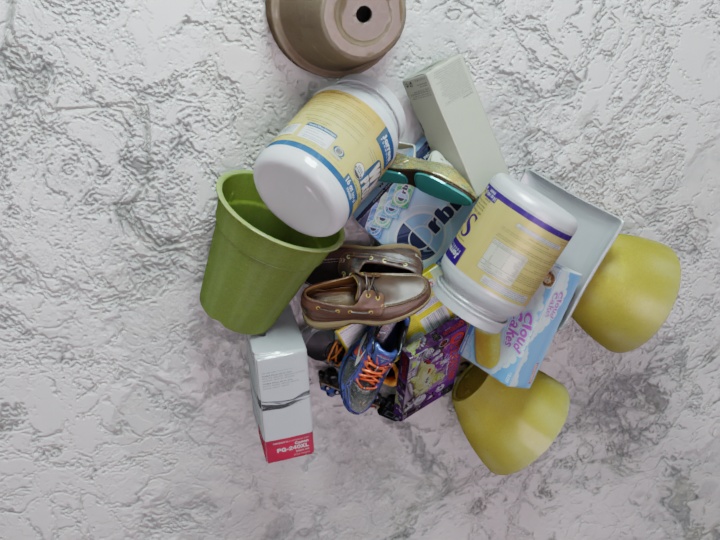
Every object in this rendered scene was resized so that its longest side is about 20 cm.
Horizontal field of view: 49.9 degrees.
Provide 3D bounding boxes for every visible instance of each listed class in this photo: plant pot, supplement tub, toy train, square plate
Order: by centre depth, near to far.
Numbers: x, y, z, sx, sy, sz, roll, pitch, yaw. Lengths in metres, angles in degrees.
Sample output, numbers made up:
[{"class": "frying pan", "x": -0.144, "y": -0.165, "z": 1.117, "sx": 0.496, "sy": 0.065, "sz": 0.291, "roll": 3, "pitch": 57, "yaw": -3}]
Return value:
[{"class": "plant pot", "x": -0.019, "y": -0.349, "z": 1.032, "sx": 0.198, "sy": 0.175, "sz": 0.202, "roll": -6, "pitch": 114, "yaw": -13}, {"class": "supplement tub", "x": -0.037, "y": -0.161, "z": 1.057, "sx": 0.145, "sy": 0.144, "sz": 0.201, "roll": 54, "pitch": 55, "yaw": -28}, {"class": "supplement tub", "x": 0.208, "y": -0.024, "z": 1.138, "sx": 0.145, "sy": 0.146, "sz": 0.201, "roll": 24, "pitch": 106, "yaw": -24}, {"class": "plant pot", "x": -0.152, "y": -0.015, "z": 1.143, "sx": 0.198, "sy": 0.201, "sz": 0.191, "roll": 18, "pitch": 119, "yaw": -22}, {"class": "square plate", "x": 0.304, "y": -0.036, "z": 1.261, "sx": 0.028, "sy": 0.200, "sz": 0.199, "roll": 9, "pitch": 112, "yaw": -48}, {"class": "plant pot", "x": 0.411, "y": 0.018, "z": 1.303, "sx": 0.141, "sy": 0.200, "sz": 0.201, "roll": 25, "pitch": 104, "yaw": -15}, {"class": "plant pot", "x": 0.244, "y": 0.234, "z": 1.360, "sx": 0.142, "sy": 0.200, "sz": 0.200, "roll": 41, "pitch": 97, "yaw": -13}, {"class": "toy train", "x": 0.004, "y": 0.221, "z": 1.361, "sx": 0.199, "sy": 0.034, "sz": 0.046, "roll": 28, "pitch": 115, "yaw": -26}]

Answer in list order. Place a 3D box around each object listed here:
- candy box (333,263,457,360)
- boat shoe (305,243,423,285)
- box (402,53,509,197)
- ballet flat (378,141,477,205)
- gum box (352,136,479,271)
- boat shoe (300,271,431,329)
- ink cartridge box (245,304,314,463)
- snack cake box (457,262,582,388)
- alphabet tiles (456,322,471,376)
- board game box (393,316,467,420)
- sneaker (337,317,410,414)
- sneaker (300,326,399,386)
[{"class": "candy box", "x": 0.064, "y": 0.084, "z": 1.255, "sx": 0.199, "sy": 0.026, "sz": 0.103, "roll": -32, "pitch": 104, "yaw": -7}, {"class": "boat shoe", "x": 0.000, "y": 0.000, "z": 1.217, "sx": 0.198, "sy": 0.071, "sz": 0.071, "roll": -7, "pitch": 127, "yaw": 8}, {"class": "box", "x": 0.145, "y": -0.214, "z": 1.166, "sx": 0.082, "sy": 0.068, "sz": 0.201, "roll": -33, "pitch": 108, "yaw": -26}, {"class": "ballet flat", "x": 0.085, "y": -0.154, "z": 1.156, "sx": 0.198, "sy": 0.071, "sz": 0.071, "roll": 16, "pitch": 111, "yaw": 16}, {"class": "gum box", "x": 0.113, "y": -0.086, "z": 1.255, "sx": 0.170, "sy": 0.045, "sz": 0.200, "roll": -47, "pitch": 117, "yaw": 7}, {"class": "boat shoe", "x": 0.008, "y": 0.038, "z": 1.143, "sx": 0.198, "sy": 0.073, "sz": 0.068, "roll": -9, "pitch": 145, "yaw": 1}, {"class": "ink cartridge box", "x": -0.131, "y": 0.176, "z": 1.231, "sx": 0.083, "sy": 0.145, "sz": 0.202, "roll": -8, "pitch": 119, "yaw": -13}, {"class": "snack cake box", "x": 0.250, "y": 0.071, "z": 1.226, "sx": 0.067, "sy": 0.115, "sz": 0.202, "roll": 12, "pitch": 104, "yaw": -44}, {"class": "alphabet tiles", "x": 0.173, "y": 0.117, "z": 1.380, "sx": 0.198, "sy": 0.008, "sz": 0.169, "roll": -9, "pitch": 115, "yaw": -13}, {"class": "board game box", "x": 0.115, "y": 0.168, "z": 1.302, "sx": 0.120, "sy": 0.032, "sz": 0.201, "roll": -31, "pitch": 148, "yaw": -24}, {"class": "sneaker", "x": 0.022, "y": 0.131, "z": 1.198, "sx": 0.075, "sy": 0.078, "sz": 0.202, "roll": 18, "pitch": 96, "yaw": -16}, {"class": "sneaker", "x": -0.012, "y": 0.141, "z": 1.297, "sx": 0.198, "sy": 0.077, "sz": 0.079, "roll": 17, "pitch": 108, "yaw": -21}]
